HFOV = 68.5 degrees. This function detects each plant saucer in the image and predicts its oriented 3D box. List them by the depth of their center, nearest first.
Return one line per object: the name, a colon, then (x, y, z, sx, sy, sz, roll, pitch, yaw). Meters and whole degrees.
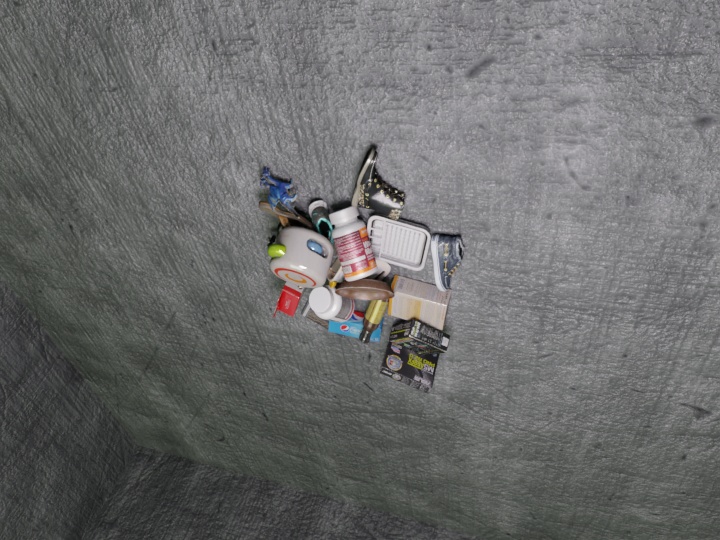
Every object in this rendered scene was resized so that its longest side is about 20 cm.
plant saucer: (0.014, 0.059, 1.668, 0.191, 0.036, 0.201, 3, 167, 1)

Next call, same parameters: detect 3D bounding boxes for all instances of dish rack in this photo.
dish rack: (0.114, -0.092, 1.607, 0.192, 0.044, 0.175, 17, 136, 9)

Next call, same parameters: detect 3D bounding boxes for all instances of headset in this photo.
headset: (-0.227, -0.121, 1.730, 0.195, 0.095, 0.125, -26, 114, 23)

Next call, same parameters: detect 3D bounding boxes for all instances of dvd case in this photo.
dvd case: (-0.119, 0.171, 1.996, 0.195, 0.016, 0.150, 30, 138, -5)

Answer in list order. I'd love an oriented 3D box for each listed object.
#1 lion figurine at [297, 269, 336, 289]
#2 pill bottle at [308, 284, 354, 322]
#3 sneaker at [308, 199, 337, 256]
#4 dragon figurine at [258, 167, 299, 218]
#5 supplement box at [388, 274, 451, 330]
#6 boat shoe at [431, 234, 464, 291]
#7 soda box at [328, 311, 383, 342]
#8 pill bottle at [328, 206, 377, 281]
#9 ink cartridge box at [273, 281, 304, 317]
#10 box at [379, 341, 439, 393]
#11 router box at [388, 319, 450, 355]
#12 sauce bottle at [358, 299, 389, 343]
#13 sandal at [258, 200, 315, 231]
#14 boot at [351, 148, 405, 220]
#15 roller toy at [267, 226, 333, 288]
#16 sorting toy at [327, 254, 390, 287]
lion figurine: (-0.168, -0.018, 1.725, 0.192, 0.127, 0.073, -13, 153, 18)
pill bottle: (-0.099, 0.111, 1.789, 0.106, 0.116, 0.199, 4, 171, 20)
sneaker: (-0.111, -0.111, 1.640, 0.075, 0.093, 0.204, -21, 131, -1)
dragon figurine: (-0.242, -0.218, 1.571, 0.096, 0.206, 0.059, -7, 150, -23)
supplement box: (0.193, 0.105, 1.744, 0.192, 0.075, 0.129, 15, 138, 12)
boat shoe: (0.269, -0.016, 1.589, 0.088, 0.072, 0.205, 4, 132, 26)
soda box: (-0.016, 0.196, 1.920, 0.192, 0.065, 0.070, 11, 129, 5)
pill bottle: (-0.024, -0.083, 1.581, 0.106, 0.109, 0.208, -12, 99, 33)
ink cartridge box: (-0.226, 0.068, 1.803, 0.065, 0.204, 0.118, 23, 139, -2)
box: (0.179, 0.331, 1.911, 0.193, 0.163, 0.045, 23, 139, 2)
router box: (0.197, 0.231, 1.812, 0.145, 0.064, 0.199, 23, 162, -13)
sauce bottle: (0.044, 0.157, 1.822, 0.063, 0.065, 0.205, 23, 115, -1)
sandal: (-0.229, -0.151, 1.618, 0.194, 0.056, 0.082, 26, 166, -3)
boot: (0.062, -0.234, 1.470, 0.148, 0.075, 0.206, 21, 142, -1)
roller toy: (-0.174, -0.043, 1.591, 0.175, 0.145, 0.201, 13, 162, 9)
sorting toy: (0.000, 0.000, 1.731, 0.174, 0.110, 0.201, 14, 141, -20)
